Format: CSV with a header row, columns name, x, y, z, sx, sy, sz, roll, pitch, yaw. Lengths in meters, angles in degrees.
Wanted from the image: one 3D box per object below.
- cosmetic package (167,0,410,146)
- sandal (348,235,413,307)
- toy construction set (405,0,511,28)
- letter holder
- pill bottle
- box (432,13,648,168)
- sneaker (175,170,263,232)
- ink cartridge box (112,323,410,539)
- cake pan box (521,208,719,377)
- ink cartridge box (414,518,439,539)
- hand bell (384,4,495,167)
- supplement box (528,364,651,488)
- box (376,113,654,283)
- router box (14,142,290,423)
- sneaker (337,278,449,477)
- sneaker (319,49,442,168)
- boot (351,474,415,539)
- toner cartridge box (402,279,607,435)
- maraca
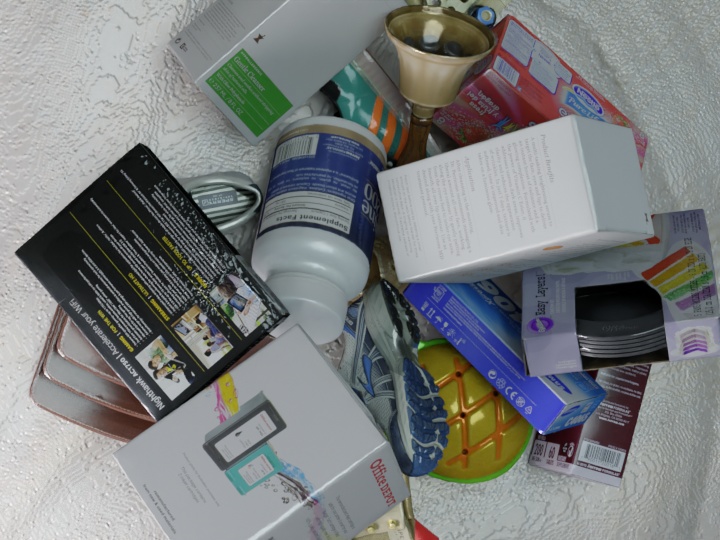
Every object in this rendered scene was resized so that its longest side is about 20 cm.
name,x,y,z,sx,sy,sz,roll,pitch,yaw
cosmetic package,-0.068,-0.230,1.598,0.200,0.085,0.108,-41,133,4
sandal,0.001,0.006,1.667,0.211,0.070,0.078,-4,90,-17
toy construction set,0.099,-0.304,1.696,0.200,0.092,0.131,-44,101,-2
letter holder,-0.194,0.097,1.592,0.200,0.101,0.142,19,86,-16
pill bottle,-0.041,-0.036,1.596,0.111,0.111,0.200,20,56,-16
box,0.179,-0.142,1.687,0.200,0.095,0.103,38,42,-17
sneaker,-0.188,-0.057,1.609,0.200,0.071,0.073,-18,95,-16
ink cartridge box,-0.082,0.180,1.500,0.200,0.147,0.146,-35,63,-8
cake pan box,0.244,0.021,1.610,0.184,0.200,0.052,-8,122,13
ink cartridge box,-0.029,0.307,1.656,0.116,0.067,0.200,40,79,-11
hand bell,0.058,-0.139,1.615,0.104,0.104,0.200,-1,126,-17
supplement box,0.240,0.111,1.719,0.061,0.109,0.201,18,84,-16
box,0.143,-0.061,1.551,0.200,0.152,0.107,-15,82,27
router box,-0.182,0.011,1.495,0.149,0.051,0.200,-40,87,1
sneaker,0.022,0.112,1.605,0.077,0.085,0.200,34,35,-48
sneaker,0.018,-0.139,1.681,0.080,0.071,0.200,-37,106,6
boot,-0.027,0.259,1.575,0.155,0.073,0.200,-2,64,10
toner cartridge box,0.139,0.070,1.647,0.200,0.095,0.043,45,115,22
maraca,0.075,0.128,1.672,0.200,0.107,0.137,27,85,-4
